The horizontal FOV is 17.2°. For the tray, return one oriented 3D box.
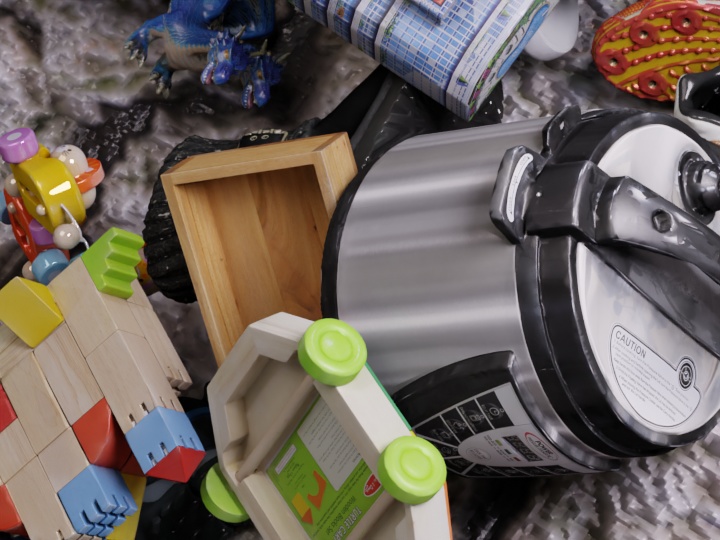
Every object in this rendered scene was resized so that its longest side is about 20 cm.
[{"bbox_3d":[-0.029,0.032,1.256,0.098,0.201,0.037,-7,18,29],"label":"tray"}]

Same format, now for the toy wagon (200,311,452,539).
[{"bbox_3d":[-0.006,0.121,1.169,0.039,0.155,0.200,-23,70,-36],"label":"toy wagon"}]

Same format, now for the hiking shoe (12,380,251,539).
[{"bbox_3d":[-0.149,0.146,1.336,0.200,0.074,0.087,-29,41,1],"label":"hiking shoe"}]

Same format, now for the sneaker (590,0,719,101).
[{"bbox_3d":[0.221,-0.151,1.302,0.199,0.073,0.077,-21,30,14],"label":"sneaker"}]

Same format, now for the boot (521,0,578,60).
[{"bbox_3d":[0.053,-0.198,1.372,0.095,0.073,0.201,-27,72,34],"label":"boot"}]

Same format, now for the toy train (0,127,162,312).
[{"bbox_3d":[-0.158,-0.008,1.406,0.055,0.150,0.200,-26,54,-16],"label":"toy train"}]

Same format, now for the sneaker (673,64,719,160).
[{"bbox_3d":[0.254,-0.098,1.229,0.200,0.080,0.074,-26,49,14],"label":"sneaker"}]

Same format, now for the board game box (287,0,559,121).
[{"bbox_3d":[0.075,-0.193,1.280,0.200,0.062,0.200,34,81,15],"label":"board game box"}]

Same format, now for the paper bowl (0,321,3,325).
[{"bbox_3d":[-0.310,0.081,1.447,0.200,0.104,0.201,-15,55,22],"label":"paper bowl"}]

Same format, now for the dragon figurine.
[{"bbox_3d":[-0.089,-0.170,1.495,0.099,0.059,0.200,-15,44,22],"label":"dragon figurine"}]

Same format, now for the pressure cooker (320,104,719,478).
[{"bbox_3d":[0.101,0.007,1.174,0.200,0.176,0.179,-6,102,40],"label":"pressure cooker"}]

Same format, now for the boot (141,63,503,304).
[{"bbox_3d":[-0.022,-0.067,1.350,0.157,0.080,0.211,-10,28,35],"label":"boot"}]

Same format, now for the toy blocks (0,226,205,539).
[{"bbox_3d":[-0.158,0.095,1.259,0.200,0.100,0.137,-40,61,18],"label":"toy blocks"}]
